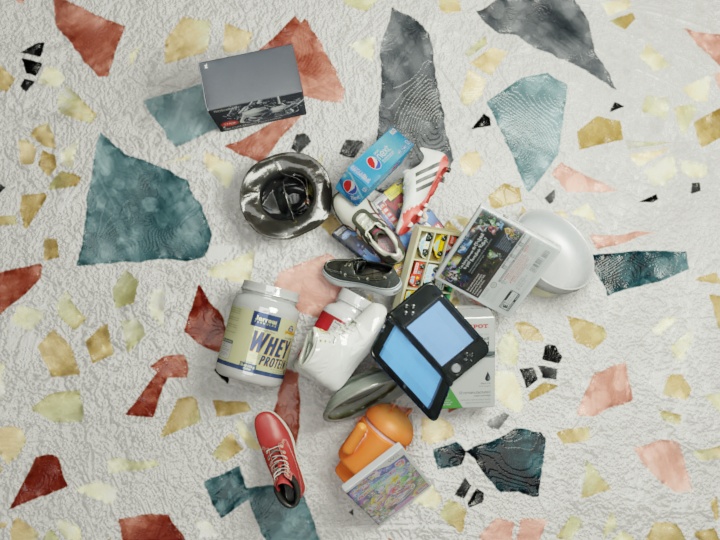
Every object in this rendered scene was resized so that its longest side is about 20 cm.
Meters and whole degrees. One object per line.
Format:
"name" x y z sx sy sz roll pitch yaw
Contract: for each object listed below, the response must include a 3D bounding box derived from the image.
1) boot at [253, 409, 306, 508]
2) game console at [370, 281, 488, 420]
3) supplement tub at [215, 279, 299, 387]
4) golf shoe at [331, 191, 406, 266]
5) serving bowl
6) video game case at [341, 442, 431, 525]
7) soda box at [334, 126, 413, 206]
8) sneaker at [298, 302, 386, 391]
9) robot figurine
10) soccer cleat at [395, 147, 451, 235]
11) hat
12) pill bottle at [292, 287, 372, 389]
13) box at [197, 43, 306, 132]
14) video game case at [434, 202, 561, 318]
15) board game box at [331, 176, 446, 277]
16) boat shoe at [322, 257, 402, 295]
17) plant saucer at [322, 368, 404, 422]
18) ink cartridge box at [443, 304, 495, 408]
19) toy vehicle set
"boot" -0.169 0.384 1.662 0.072 0.144 0.201 -24 85 -1
"game console" 0.139 0.155 1.575 0.171 0.118 0.200 -40 104 8
"supplement tub" -0.209 0.131 1.682 0.144 0.145 0.201 14 85 0
"golf shoe" 0.021 -0.096 1.673 0.200 0.088 0.077 44 88 4
"serving bowl" 0.396 -0.030 1.717 0.199 0.066 0.201 14 53 -20
"video game case" 0.057 0.439 1.650 0.143 0.200 0.018 -36 47 -4
"soda box" 0.031 -0.220 1.700 0.064 0.068 0.200 40 47 3
"sneaker" -0.039 0.130 1.599 0.115 0.074 0.200 37 83 -29
"robot figurine" 0.033 0.361 1.675 0.144 0.117 0.200 34 97 -9
"soccer cleat" 0.115 -0.167 1.695 0.085 0.069 0.201 29 82 12
"hat" -0.162 -0.157 1.741 0.199 0.081 0.202 1 87 -9
"pill bottle" -0.049 0.143 1.700 0.112 0.112 0.201 29 85 2
"box" -0.223 -0.380 1.706 0.199 0.182 0.105 -12 86 -1
"video game case" 0.273 -0.017 1.626 0.181 0.023 0.200 28 126 -2
"board game box" 0.076 -0.061 1.744 0.200 0.062 0.200 -37 88 -4
"boat shoe" 0.000 0.000 1.695 0.199 0.057 0.069 13 47 34
"plant saucer" 0.009 0.247 1.657 0.199 0.200 0.050 -23 69 -3
"ink cartridge box" 0.205 0.180 1.689 0.146 0.083 0.201 -2 103 0
"toy vehicle set" 0.147 0.009 1.699 0.124 0.027 0.201 6 107 -26
